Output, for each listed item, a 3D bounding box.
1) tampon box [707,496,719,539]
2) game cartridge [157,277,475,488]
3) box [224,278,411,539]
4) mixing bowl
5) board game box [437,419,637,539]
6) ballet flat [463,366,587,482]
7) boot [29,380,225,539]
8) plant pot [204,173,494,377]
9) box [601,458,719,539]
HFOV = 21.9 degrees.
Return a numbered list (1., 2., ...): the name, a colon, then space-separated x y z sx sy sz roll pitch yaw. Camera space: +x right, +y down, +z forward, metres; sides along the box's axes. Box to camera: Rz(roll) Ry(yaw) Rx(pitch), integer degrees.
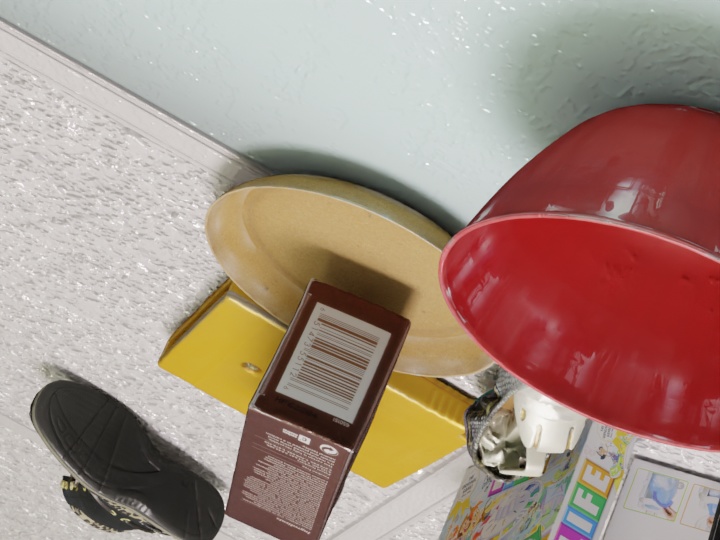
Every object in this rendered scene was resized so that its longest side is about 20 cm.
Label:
1. tampon box: 0.283 0.159 1.022 0.150 0.127 0.200 14 166 23
2. game cartridge: -0.030 0.080 1.312 0.200 0.032 0.176 29 154 -12
3. box: -0.031 0.098 1.199 0.075 0.100 0.200 23 152 4
4. mixing bowl: 0.149 -0.008 0.897 0.200 0.109 0.200 21 153 11
5. board game box: 0.104 0.179 1.253 0.034 0.135 0.200 31 153 -11
6. ballet flat: 0.113 0.087 1.146 0.072 0.072 0.200 26 154 0
7. boot: -0.231 0.171 1.606 0.204 0.074 0.154 41 153 -26
8. plant pot: 0.000 0.000 1.137 0.200 0.028 0.200 21 154 11
9. box: 0.260 0.216 1.217 0.200 0.102 0.113 15 152 21
